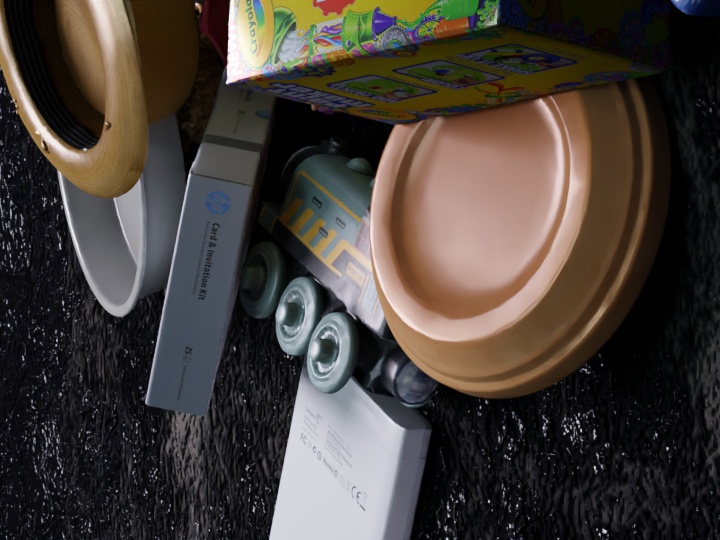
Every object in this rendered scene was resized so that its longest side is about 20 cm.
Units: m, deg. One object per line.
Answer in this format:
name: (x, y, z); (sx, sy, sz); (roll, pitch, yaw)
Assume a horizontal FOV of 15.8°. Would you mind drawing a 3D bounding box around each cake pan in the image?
cake pan: (-0.159, -0.071, 1.706); (0.200, 0.037, 0.201); (171, 90, -69)

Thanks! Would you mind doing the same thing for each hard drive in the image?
hard drive: (-0.012, 0.154, 1.561); (0.132, 0.027, 0.200); (43, 128, 53)

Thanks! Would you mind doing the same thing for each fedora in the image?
fedora: (-0.154, -0.147, 1.559); (0.201, 0.082, 0.201); (33, 133, 45)

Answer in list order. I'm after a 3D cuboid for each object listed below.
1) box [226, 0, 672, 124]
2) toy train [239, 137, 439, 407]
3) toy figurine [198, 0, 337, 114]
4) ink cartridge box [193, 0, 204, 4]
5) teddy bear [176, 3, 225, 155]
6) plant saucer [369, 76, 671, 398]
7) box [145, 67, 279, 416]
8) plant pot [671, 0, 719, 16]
box: (0.043, -0.190, 1.268); (0.193, 0.122, 0.200); (-9, 76, 47)
toy train: (0.000, 0.000, 1.481); (0.200, 0.085, 0.114); (43, 116, 56)
toy figurine: (-0.023, -0.151, 1.501); (0.200, 0.150, 0.184); (58, 161, 5)
ink cartridge box: (-0.101, -0.284, 1.570); (0.145, 0.087, 0.200); (34, 127, 15)
teddy bear: (-0.129, -0.144, 1.724); (0.200, 0.067, 0.145); (-23, 74, 61)
plant saucer: (0.071, -0.036, 1.317); (0.200, 0.037, 0.200); (-16, 68, 44)
box: (-0.087, -0.026, 1.582); (0.200, 0.041, 0.156); (-83, 6, -65)
plant pot: (0.194, -0.228, 0.988); (0.200, 0.180, 0.200); (65, 145, 37)
